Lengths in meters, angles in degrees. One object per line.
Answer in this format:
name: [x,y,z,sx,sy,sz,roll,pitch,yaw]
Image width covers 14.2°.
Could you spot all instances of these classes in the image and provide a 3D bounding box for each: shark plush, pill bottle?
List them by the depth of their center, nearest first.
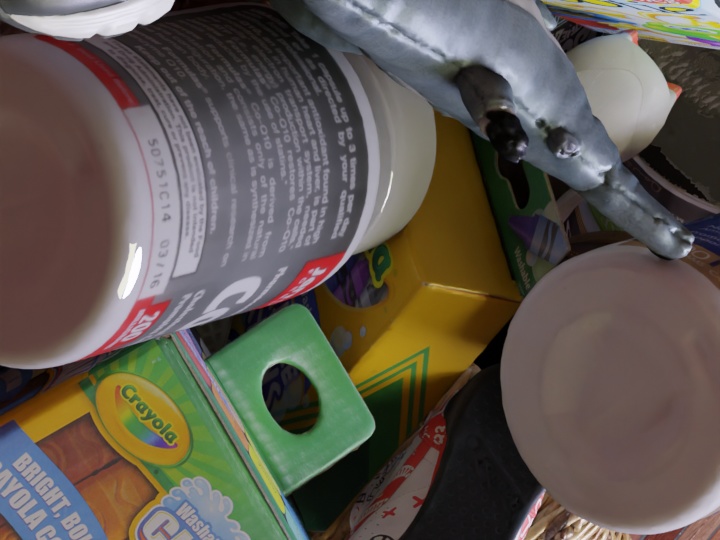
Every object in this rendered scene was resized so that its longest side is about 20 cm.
shark plush: [0.037,-0.062,1.023,0.091,0.083,0.200,-31,118,11]
pill bottle: [-0.065,-0.037,1.041,0.200,0.114,0.114,-16,145,-54]
pill bottle: [0.153,0.032,1.156,0.200,0.111,0.111,-15,145,-53]

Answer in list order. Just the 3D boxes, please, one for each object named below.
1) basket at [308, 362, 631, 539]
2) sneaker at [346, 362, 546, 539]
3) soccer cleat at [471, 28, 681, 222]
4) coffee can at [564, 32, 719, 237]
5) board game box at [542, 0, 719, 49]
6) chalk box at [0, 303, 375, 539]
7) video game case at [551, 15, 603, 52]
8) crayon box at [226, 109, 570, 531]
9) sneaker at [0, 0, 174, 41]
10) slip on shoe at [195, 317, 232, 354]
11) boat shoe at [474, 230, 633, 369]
basket: [0.010,0.144,1.303,0.200,0.143,0.149,-48,159,-6]
sneaker: [0.012,0.135,1.157,0.201,0.067,0.108,-56,180,-27]
soccer cleat: [0.060,-0.034,1.217,0.078,0.069,0.200,-38,175,-37]
coffee can: [0.172,-0.043,1.353,0.146,0.146,0.200,-38,160,-20]
board game box: [0.113,-0.151,1.133,0.200,0.103,0.105,7,94,-66]
chalk box: [-0.092,0.089,1.108,0.200,0.125,0.124,-31,-169,1]
video game case: [0.064,-0.084,1.323,0.200,0.036,0.181,-34,159,-28]
crayon box: [0.000,0.000,1.185,0.052,0.126,0.200,11,137,-30]
sneaker: [-0.059,-0.147,0.916,0.200,0.074,0.085,-41,156,-39]
slip on shoe: [-0.126,0.069,1.225,0.200,0.074,0.061,-55,-166,10]
boat shoe: [0.065,0.022,1.337,0.070,0.070,0.200,-32,-171,-31]
